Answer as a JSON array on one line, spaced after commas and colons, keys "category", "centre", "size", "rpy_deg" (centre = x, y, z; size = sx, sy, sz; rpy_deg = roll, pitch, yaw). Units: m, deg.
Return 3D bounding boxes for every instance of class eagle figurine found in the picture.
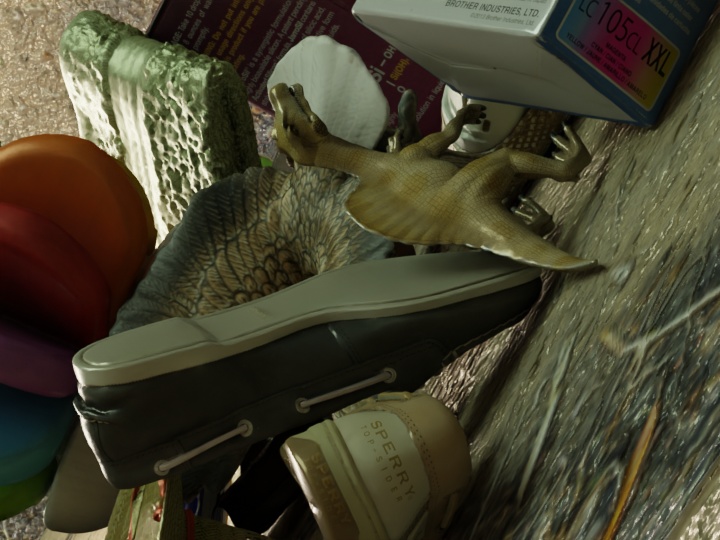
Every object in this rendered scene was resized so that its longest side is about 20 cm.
[{"category": "eagle figurine", "centre": [-0.017, 0.011, 1.099], "size": [0.200, 0.151, 0.152], "rpy_deg": [-58, 1, -31]}]

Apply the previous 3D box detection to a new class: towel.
[{"category": "towel", "centre": [-0.096, -0.031, 1.255], "size": [0.036, 0.148, 0.200], "rpy_deg": [-26, -57, -32]}]

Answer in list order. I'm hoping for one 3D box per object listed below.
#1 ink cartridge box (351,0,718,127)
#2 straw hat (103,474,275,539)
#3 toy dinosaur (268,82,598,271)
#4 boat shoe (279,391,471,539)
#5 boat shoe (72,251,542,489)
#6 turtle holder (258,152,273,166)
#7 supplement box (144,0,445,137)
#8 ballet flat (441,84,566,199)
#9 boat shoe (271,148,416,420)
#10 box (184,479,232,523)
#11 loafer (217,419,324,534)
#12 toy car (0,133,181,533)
[{"category": "ink cartridge box", "centre": [0.102, -0.168, 0.995], "size": [0.136, 0.076, 0.200], "rpy_deg": [17, 77, 54]}, {"category": "straw hat", "centre": [-0.068, 0.156, 1.039], "size": [0.201, 0.085, 0.202], "rpy_deg": [-166, 90, -78]}, {"category": "toy dinosaur", "centre": [0.046, -0.026, 0.991], "size": [0.101, 0.200, 0.058], "rpy_deg": [-19, -55, -40]}, {"category": "boat shoe", "centre": [0.012, 0.083, 0.906], "size": [0.064, 0.071, 0.200], "rpy_deg": [-26, -4, -4]}, {"category": "boat shoe", "centre": [-0.019, 0.038, 0.974], "size": [0.067, 0.200, 0.057], "rpy_deg": [-139, 38, -67]}, {"category": "turtle holder", "centre": [-0.095, -0.010, 1.474], "size": [0.141, 0.132, 0.186], "rpy_deg": [-62, 3, -1]}, {"category": "supplement box", "centre": [0.007, -0.141, 1.269], "size": [0.103, 0.200, 0.131], "rpy_deg": [-54, 11, 49]}, {"category": "ballet flat", "centre": [0.078, -0.110, 1.124], "size": [0.071, 0.065, 0.200], "rpy_deg": [55, 127, 35]}, {"category": "boat shoe", "centre": [0.000, 0.000, 1.281], "size": [0.200, 0.068, 0.072], "rpy_deg": [-100, 28, -43]}, {"category": "box", "centre": [-0.097, 0.125, 1.298], "size": [0.200, 0.041, 0.119], "rpy_deg": [60, -144, -83]}, {"category": "loafer", "centre": [-0.041, 0.059, 1.329], "size": [0.073, 0.071, 0.200], "rpy_deg": [-52, 11, 53]}, {"category": "toy car", "centre": [-0.169, 0.027, 1.155], "size": [0.150, 0.175, 0.200], "rpy_deg": [101, -167, -83]}]
